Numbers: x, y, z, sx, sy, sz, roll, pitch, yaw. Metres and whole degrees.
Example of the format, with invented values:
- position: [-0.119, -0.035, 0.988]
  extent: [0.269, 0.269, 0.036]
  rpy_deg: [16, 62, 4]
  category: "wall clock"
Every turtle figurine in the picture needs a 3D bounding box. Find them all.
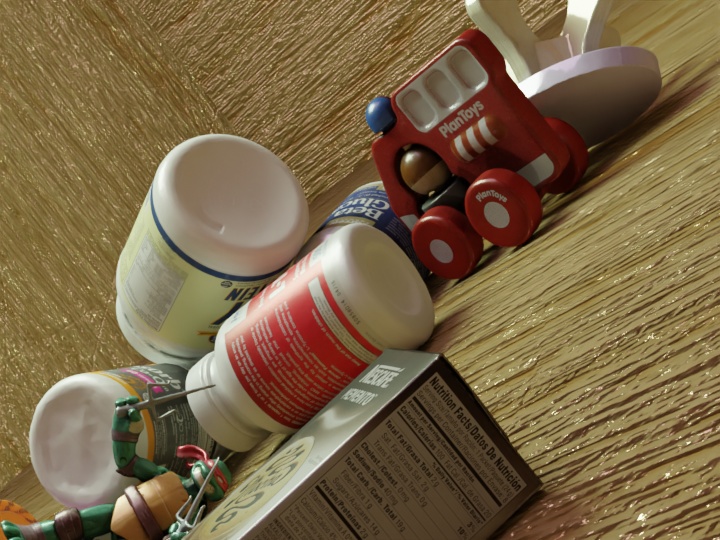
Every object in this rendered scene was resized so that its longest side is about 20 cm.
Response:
- position: [-0.167, 0.185, 1.096]
  extent: [0.199, 0.101, 0.150]
  rpy_deg: [-33, 49, -15]
  category: "turtle figurine"

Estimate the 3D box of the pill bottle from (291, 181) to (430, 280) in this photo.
- position: [0.000, 0.000, 1.313]
  extent: [0.111, 0.111, 0.200]
  rpy_deg: [-36, 7, 28]
  category: "pill bottle"

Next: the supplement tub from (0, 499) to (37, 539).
- position: [-0.413, 0.327, 1.443]
  extent: [0.199, 0.123, 0.123]
  rpy_deg: [-38, 6, 19]
  category: "supplement tub"

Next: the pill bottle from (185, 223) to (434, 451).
- position: [-0.045, 0.060, 1.153]
  extent: [0.199, 0.113, 0.112]
  rpy_deg: [-37, 7, 25]
  category: "pill bottle"

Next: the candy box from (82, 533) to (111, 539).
- position: [-0.264, 0.273, 1.205]
  extent: [0.136, 0.061, 0.200]
  rpy_deg: [-43, 6, -24]
  category: "candy box"

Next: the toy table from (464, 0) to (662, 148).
- position: [0.178, -0.186, 1.286]
  extent: [0.199, 0.119, 0.182]
  rpy_deg: [-26, -28, 37]
  category: "toy table"

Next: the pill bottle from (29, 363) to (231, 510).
- position: [-0.193, 0.143, 1.262]
  extent: [0.116, 0.117, 0.200]
  rpy_deg: [-37, -13, 18]
  category: "pill bottle"

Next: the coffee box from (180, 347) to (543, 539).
- position: [-0.023, 0.132, 0.668]
  extent: [0.200, 0.080, 0.113]
  rpy_deg: [-42, 6, -11]
  category: "coffee box"

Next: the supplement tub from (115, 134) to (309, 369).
- position: [-0.143, -0.012, 1.309]
  extent: [0.145, 0.145, 0.201]
  rpy_deg: [-45, -8, -41]
  category: "supplement tub"

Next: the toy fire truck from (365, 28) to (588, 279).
- position: [0.087, -0.101, 1.231]
  extent: [0.112, 0.169, 0.199]
  rpy_deg: [-44, 7, -39]
  category: "toy fire truck"
